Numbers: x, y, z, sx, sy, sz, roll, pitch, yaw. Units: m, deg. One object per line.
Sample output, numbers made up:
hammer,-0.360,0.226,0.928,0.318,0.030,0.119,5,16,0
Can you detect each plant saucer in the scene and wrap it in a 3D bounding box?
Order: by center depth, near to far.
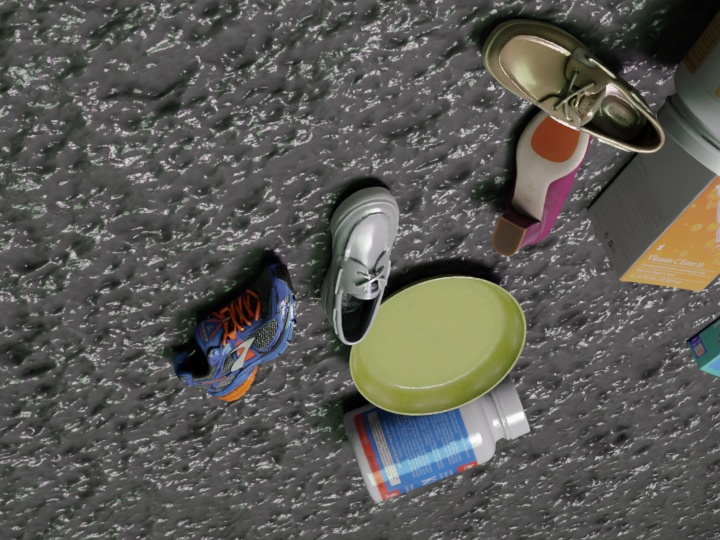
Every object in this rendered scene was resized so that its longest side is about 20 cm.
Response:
plant saucer,0.081,0.075,1.839,0.199,0.031,0.201,-9,132,-10

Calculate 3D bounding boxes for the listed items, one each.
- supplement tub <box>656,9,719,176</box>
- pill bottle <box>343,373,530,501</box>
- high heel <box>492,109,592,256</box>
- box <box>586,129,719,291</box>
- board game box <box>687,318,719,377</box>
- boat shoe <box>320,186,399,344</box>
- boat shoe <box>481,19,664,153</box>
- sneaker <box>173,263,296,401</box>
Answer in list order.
supplement tub,0.376,-0.185,1.527,0.144,0.145,0.200,16,119,-41
pill bottle,0.089,0.183,1.949,0.199,0.113,0.112,-21,146,2
high heel,0.190,-0.109,1.673,0.096,0.067,0.201,-38,161,-54
box,0.349,-0.081,1.730,0.124,0.098,0.200,7,137,-34
board game box,0.524,0.086,2.099,0.199,0.045,0.152,20,130,-42
boat shoe,0.000,0.000,1.688,0.072,0.069,0.200,-4,143,-23
boat shoe,0.197,-0.164,1.533,0.199,0.065,0.072,27,106,-31
sneaker,-0.126,0.065,1.714,0.078,0.076,0.200,9,135,-31
